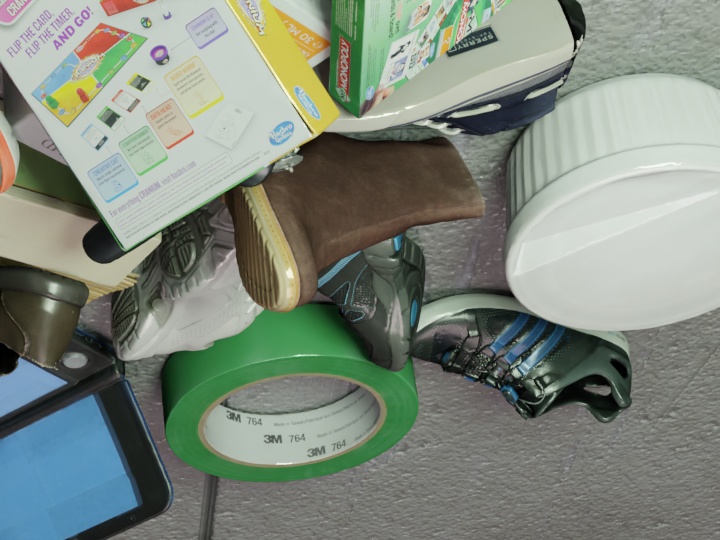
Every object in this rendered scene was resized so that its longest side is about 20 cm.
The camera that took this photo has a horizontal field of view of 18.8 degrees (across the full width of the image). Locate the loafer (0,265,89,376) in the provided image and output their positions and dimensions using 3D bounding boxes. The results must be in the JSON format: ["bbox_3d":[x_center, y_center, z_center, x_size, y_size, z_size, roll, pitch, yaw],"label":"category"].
[{"bbox_3d":[-0.265,0.037,1.481,0.073,0.072,0.199,19,165,-39],"label":"loafer"}]

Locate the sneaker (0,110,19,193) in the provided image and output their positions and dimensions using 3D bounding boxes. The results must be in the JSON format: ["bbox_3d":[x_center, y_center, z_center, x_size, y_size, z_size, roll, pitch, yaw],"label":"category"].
[{"bbox_3d":[-0.262,-0.109,1.243,0.077,0.082,0.201,-10,122,30],"label":"sneaker"}]

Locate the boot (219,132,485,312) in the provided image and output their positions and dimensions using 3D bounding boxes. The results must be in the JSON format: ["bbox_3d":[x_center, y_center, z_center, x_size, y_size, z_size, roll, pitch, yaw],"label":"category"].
[{"bbox_3d":[0.000,-0.040,1.377,0.165,0.200,0.073,-4,117,-11],"label":"boot"}]

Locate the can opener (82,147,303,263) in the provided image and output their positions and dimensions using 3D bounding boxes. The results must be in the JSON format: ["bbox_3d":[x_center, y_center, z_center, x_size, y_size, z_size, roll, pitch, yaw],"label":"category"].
[{"bbox_3d":[-0.100,-0.062,1.311,0.200,0.079,0.063,-37,178,43],"label":"can opener"}]

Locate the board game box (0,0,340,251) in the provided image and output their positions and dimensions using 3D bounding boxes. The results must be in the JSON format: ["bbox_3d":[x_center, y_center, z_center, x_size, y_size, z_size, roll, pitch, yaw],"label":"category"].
[{"bbox_3d":[-0.126,-0.131,1.215,0.152,0.040,0.201,-28,100,30],"label":"board game box"}]

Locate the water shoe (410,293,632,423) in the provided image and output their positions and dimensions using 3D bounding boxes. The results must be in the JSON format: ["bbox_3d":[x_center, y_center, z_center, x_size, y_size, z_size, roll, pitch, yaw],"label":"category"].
[{"bbox_3d":[0.123,0.070,1.662,0.198,0.079,0.072,6,145,-21],"label":"water shoe"}]

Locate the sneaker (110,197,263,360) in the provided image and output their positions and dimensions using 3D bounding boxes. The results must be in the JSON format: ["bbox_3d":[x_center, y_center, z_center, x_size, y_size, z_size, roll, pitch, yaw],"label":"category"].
[{"bbox_3d":[-0.102,0.000,1.524,0.099,0.079,0.200,3,155,-29],"label":"sneaker"}]

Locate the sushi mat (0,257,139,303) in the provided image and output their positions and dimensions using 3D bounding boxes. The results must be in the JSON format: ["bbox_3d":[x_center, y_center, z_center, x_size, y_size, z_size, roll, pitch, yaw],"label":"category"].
[{"bbox_3d":[-0.257,-0.011,1.493,0.199,0.012,0.095,19,158,-35],"label":"sushi mat"}]

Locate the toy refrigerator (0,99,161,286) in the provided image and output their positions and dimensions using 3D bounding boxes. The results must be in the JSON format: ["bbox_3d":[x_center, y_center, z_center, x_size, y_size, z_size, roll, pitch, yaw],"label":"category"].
[{"bbox_3d":[-0.227,-0.060,1.388,0.199,0.076,0.070,17,140,-33],"label":"toy refrigerator"}]

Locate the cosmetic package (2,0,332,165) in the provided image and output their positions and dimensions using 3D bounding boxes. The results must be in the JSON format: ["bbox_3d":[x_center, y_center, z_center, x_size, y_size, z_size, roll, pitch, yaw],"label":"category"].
[{"bbox_3d":[-0.113,-0.136,1.299,0.199,0.072,0.101,-30,142,31],"label":"cosmetic package"}]

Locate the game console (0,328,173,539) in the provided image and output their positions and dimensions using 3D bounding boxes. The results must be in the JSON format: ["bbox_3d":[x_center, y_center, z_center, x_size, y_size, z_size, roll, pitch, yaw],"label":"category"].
[{"bbox_3d":[-0.269,0.135,1.641,0.199,0.119,0.170,-27,143,26],"label":"game console"}]

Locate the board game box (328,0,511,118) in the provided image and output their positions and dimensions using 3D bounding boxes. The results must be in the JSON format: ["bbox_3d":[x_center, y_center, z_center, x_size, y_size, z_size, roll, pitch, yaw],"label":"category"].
[{"bbox_3d":[0.041,-0.189,1.222,0.134,0.029,0.201,-39,156,-25],"label":"board game box"}]

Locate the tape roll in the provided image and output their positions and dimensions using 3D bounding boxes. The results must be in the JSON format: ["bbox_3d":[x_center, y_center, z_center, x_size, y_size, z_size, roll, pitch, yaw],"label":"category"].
[{"bbox_3d":[-0.055,0.098,1.696,0.199,0.048,0.201,-5,147,-4],"label":"tape roll"}]

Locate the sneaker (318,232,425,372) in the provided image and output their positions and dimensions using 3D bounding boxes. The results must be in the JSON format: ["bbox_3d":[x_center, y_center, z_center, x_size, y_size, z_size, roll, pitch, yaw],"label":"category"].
[{"bbox_3d":[0.000,0.000,1.552,0.081,0.074,0.201,4,143,12],"label":"sneaker"}]

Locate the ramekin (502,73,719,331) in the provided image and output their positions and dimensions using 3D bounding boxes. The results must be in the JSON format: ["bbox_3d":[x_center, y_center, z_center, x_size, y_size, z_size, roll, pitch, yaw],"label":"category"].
[{"bbox_3d":[0.189,-0.050,1.478,0.201,0.095,0.203,-6,148,-4],"label":"ramekin"}]

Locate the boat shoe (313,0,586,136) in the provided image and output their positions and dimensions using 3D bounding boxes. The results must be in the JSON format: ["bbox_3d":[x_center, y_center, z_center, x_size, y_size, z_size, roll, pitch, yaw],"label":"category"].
[{"bbox_3d":[0.043,-0.110,1.352,0.198,0.075,0.093,-14,152,-12],"label":"boat shoe"}]
